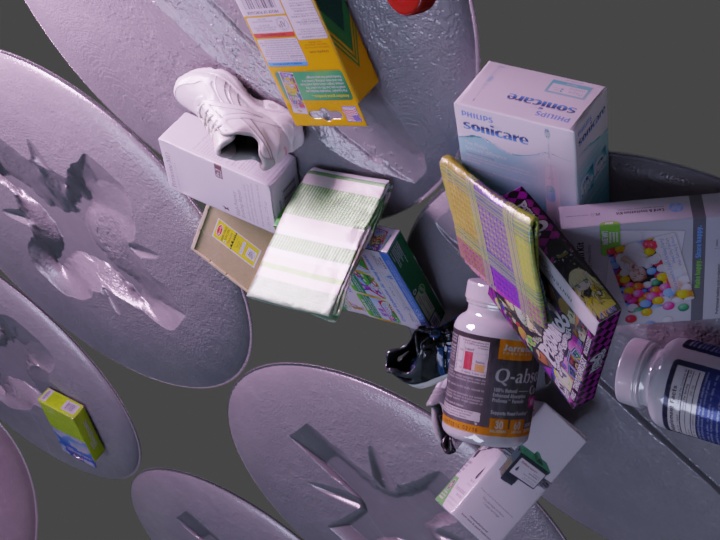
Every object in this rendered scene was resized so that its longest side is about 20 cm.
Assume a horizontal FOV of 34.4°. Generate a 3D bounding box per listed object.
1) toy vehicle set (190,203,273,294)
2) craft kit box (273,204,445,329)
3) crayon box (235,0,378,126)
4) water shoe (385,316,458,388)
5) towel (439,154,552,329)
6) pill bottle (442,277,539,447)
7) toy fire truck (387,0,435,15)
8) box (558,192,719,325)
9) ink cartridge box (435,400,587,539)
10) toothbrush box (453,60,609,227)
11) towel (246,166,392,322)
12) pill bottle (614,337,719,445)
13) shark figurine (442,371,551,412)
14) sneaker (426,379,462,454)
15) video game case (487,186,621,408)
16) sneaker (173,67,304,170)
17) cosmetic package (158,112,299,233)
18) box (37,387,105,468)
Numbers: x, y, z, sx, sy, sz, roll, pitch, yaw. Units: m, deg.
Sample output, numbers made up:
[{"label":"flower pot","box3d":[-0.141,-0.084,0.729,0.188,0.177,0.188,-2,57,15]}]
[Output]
[{"label":"toy vehicle set","box3d":[-0.191,-0.052,1.805,0.124,0.027,0.200,38,147,3]},{"label":"craft kit box","box3d":[0.000,0.000,1.629,0.196,0.049,0.200,12,150,32]},{"label":"crayon box","box3d":[-0.061,-0.270,1.397,0.125,0.052,0.201,7,134,40]},{"label":"water shoe","box3d":[0.114,0.106,1.599,0.078,0.072,0.200,20,137,-34]},{"label":"towel","box3d":[0.146,-0.036,1.266,0.200,0.023,0.145,46,155,56]},{"label":"pill bottle","box3d":[0.171,0.116,1.492,0.116,0.116,0.202,12,99,35]},{"label":"toy fire truck","box3d":[0.074,-0.356,1.134,0.169,0.112,0.200,63,147,7]},{"label":"box","box3d":[0.319,-0.009,1.265,0.198,0.041,0.157,-3,133,10]},{"label":"ink cartridge box","box3d":[0.207,0.277,1.616,0.084,0.200,0.146,41,174,-2]},{"label":"toothbrush box","box3d":[0.195,-0.117,1.297,0.145,0.085,0.201,18,142,30]},{"label":"towel","box3d":[-0.052,-0.039,1.538,0.152,0.201,0.023,14,164,34]},{"label":"pill bottle","box3d":[0.408,0.144,1.372,0.199,0.111,0.112,15,140,33]},{"label":"shark figurine","box3d":[0.213,0.135,1.611,0.213,0.129,0.089,-22,142,35]},{"label":"sneaker","box3d":[0.173,0.243,1.717,0.200,0.116,0.075,42,147,-4]},{"label":"video game case","box3d":[0.208,0.033,1.282,0.182,0.036,0.201,56,164,28]},{"label":"sneaker","box3d":[-0.178,-0.200,1.551,0.199,0.100,0.078,27,145,18]},{"label":"cosmetic package","box3d":[-0.185,-0.139,1.656,0.199,0.074,0.102,22,143,23]},{"label":"box","box3d":[-0.687,0.378,2.783,0.121,0.048,0.201,21,143,27]}]
